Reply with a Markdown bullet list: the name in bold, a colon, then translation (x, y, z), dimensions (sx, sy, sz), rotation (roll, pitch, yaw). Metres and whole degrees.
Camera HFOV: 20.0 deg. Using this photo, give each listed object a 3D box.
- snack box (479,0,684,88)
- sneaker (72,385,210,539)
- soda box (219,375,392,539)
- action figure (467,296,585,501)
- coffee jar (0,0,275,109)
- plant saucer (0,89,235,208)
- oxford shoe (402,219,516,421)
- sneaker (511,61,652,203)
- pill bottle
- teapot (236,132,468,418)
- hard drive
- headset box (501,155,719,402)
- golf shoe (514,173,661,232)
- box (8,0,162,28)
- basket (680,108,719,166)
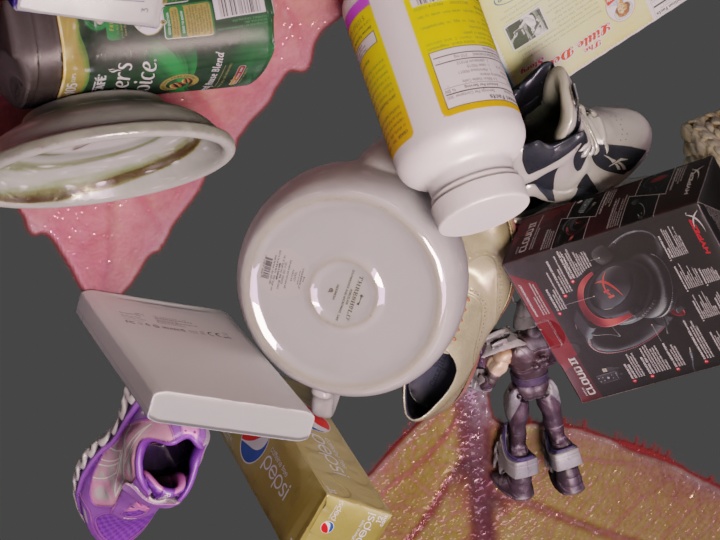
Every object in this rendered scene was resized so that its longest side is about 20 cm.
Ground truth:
- **snack box**: translation (0.184, -0.234, 1.645), dimensions (0.199, 0.037, 0.116), rotation (-33, 124, -4)
- **sneaker**: translation (-0.174, 0.164, 1.653), dimensions (0.080, 0.089, 0.201), rotation (5, 132, -29)
- **soda box**: translation (-0.049, 0.160, 1.654), dimensions (0.067, 0.200, 0.064), rotation (21, 107, -31)
- **action figure**: translation (0.148, 0.105, 1.794), dimensions (0.129, 0.069, 0.201), rotation (-10, 116, -10)
- **coffee jar**: translation (-0.168, -0.172, 1.485), dimensions (0.199, 0.104, 0.086), rotation (-8, 78, -18)
- **plant saucer**: translation (-0.193, -0.094, 1.496), dimensions (0.199, 0.200, 0.051), rotation (-8, 80, -20)
- **oxford shoe**: translation (0.081, 0.036, 1.686), dimensions (0.070, 0.074, 0.201), rotation (18, 113, 12)
- **sneaker**: translation (0.171, -0.115, 1.636), dimensions (0.198, 0.080, 0.130), rotation (-7, 157, -25)
- **pill bottle**: translation (0.062, -0.131, 1.542), dimensions (0.104, 0.201, 0.104), rotation (-16, 163, -5)
- **teapot**: translation (0.000, 0.000, 1.633), dimensions (0.199, 0.146, 0.198), rotation (-27, 100, 18)
- **hard drive**: translation (-0.131, 0.071, 1.571), dimensions (0.131, 0.200, 0.027), rotation (10, 106, -27)
- **headset box**: translation (0.220, 0.012, 1.642), dimensions (0.199, 0.075, 0.149), rotation (-19, 115, 31)
- **golf shoe**: translation (0.192, -0.053, 1.723), dimensions (0.199, 0.073, 0.093), rotation (-17, 119, -14)
- **box**: translation (-0.191, -0.285, 1.358), dimensions (0.104, 0.200, 0.185), rotation (3, 115, -23)
- **basket**: translation (0.385, -0.038, 1.745), dimensions (0.160, 0.200, 0.199), rotation (-15, 121, -9)
